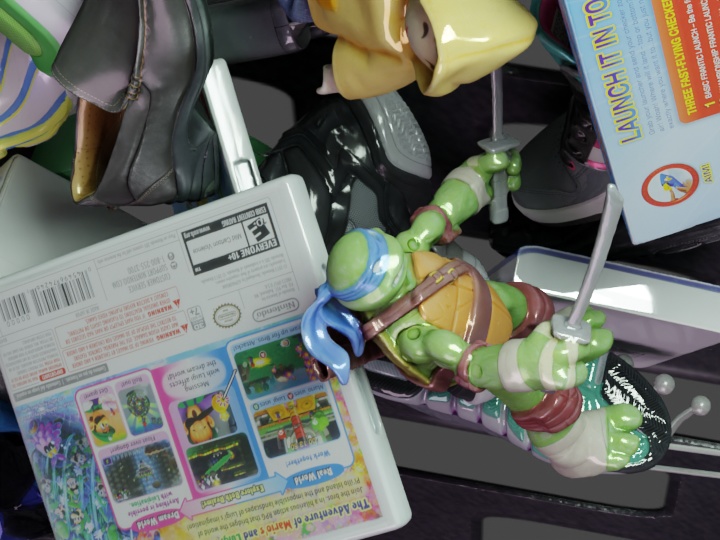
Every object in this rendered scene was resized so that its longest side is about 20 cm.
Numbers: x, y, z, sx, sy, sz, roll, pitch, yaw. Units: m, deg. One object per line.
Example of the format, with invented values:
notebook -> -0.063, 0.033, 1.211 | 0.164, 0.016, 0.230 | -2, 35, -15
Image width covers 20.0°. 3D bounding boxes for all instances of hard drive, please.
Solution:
hard drive -> 0.133, 0.024, 1.181 | 0.131, 0.025, 0.200 | 12, 171, -5

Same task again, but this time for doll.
doll -> -0.188, 0.124, 1.157 | 0.200, 0.049, 0.136 | -29, 118, 37

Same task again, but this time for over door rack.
over door rack -> 0.203, 0.104, 1.261 | 0.200, 0.067, 0.148 | 18, 176, 33

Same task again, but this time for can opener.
can opener -> -0.042, -0.147, 1.052 | 0.199, 0.053, 0.067 | -6, 109, 32

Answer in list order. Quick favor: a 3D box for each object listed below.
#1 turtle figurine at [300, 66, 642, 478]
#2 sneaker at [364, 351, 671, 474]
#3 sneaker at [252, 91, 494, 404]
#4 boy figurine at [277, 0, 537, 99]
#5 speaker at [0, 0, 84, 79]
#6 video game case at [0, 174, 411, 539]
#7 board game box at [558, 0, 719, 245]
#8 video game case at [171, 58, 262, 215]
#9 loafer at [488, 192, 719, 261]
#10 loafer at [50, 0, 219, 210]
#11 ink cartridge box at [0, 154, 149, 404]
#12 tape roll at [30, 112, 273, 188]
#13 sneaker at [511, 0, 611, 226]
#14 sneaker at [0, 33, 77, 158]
turtle figurine -> 0.087, 0.007, 0.977 | 0.144, 0.200, 0.194 | 34, 176, 43
sneaker -> 0.090, 0.069, 1.218 | 0.199, 0.075, 0.088 | 20, 172, 11
sneaker -> 0.000, 0.000, 1.126 | 0.201, 0.114, 0.075 | 66, 164, -14
boy figurine -> -0.003, -0.129, 0.937 | 0.200, 0.064, 0.125 | 36, 135, 37
speaker -> -0.184, -0.175, 1.012 | 0.088, 0.089, 0.200 | -13, 139, 37
video game case -> -0.089, 0.066, 1.045 | 0.199, 0.183, 0.024 | -18, 180, 25
board game box -> 0.188, -0.121, 0.890 | 0.195, 0.056, 0.200 | -17, 137, 5
video game case -> -0.068, -0.005, 1.100 | 0.017, 0.201, 0.143 | -16, 180, -18
loafer -> 0.156, -0.034, 1.114 | 0.200, 0.068, 0.070 | -14, 144, 43
loafer -> -0.113, -0.102, 0.988 | 0.072, 0.073, 0.200 | -18, 136, -16
ink cartridge box -> -0.210, 0.055, 1.244 | 0.146, 0.146, 0.200 | 29, 145, -22
tape roll -> -0.114, -0.023, 1.266 | 0.200, 0.048, 0.201 | 10, 148, 6
sneaker -> 0.119, -0.095, 1.015 | 0.121, 0.084, 0.200 | 29, 139, -31
sneaker -> -0.242, -0.084, 1.155 | 0.200, 0.105, 0.076 | -25, 93, 48
